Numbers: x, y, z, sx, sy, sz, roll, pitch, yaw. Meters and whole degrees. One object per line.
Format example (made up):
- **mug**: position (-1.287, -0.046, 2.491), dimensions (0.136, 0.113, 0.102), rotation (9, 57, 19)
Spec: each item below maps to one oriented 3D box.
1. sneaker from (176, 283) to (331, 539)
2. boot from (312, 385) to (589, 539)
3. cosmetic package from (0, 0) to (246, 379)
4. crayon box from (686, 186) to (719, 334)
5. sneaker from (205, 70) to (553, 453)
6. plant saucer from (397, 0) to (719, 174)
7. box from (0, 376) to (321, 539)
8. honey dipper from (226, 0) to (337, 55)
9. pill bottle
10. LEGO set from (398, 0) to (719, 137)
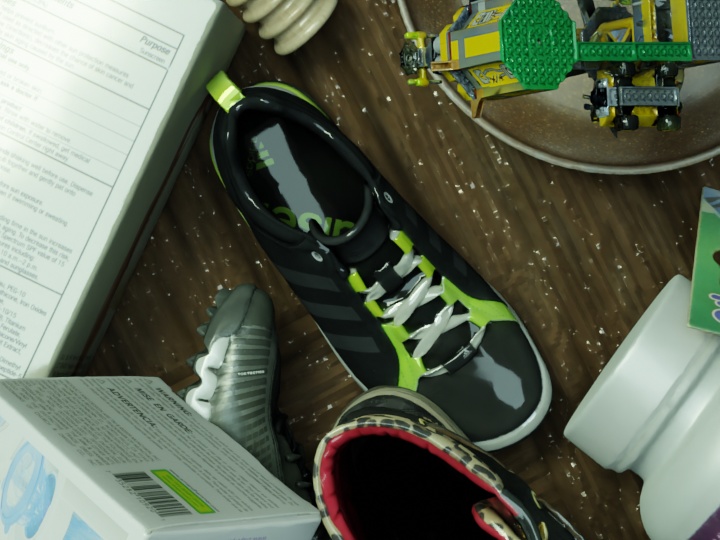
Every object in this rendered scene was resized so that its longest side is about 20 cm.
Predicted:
- **sneaker**: position (-0.038, 0.107, 1.059), dimensions (0.090, 0.066, 0.201), rotation (6, 92, 1)
- **boot**: position (0.058, 0.123, 0.970), dimensions (0.073, 0.151, 0.200), rotation (-43, 84, 2)
- **cosmetic package**: position (-0.137, -0.039, 1.055), dimensions (0.103, 0.087, 0.201), rotation (27, 91, 5)
- **crayon box**: position (0.238, -0.003, 1.010), dimensions (0.199, 0.126, 0.052), rotation (14, 120, 3)
- **sneaker**: position (0.000, 0.000, 1.048), dimensions (0.072, 0.083, 0.200), rotation (-44, 87, 2)
- **plant saucer**: position (0.112, -0.140, 1.070), dimensions (0.199, 0.037, 0.202), rotation (0, 88, 3)
- **box**: position (-0.119, 0.155, 0.996), dimensions (0.112, 0.101, 0.201), rotation (36, 111, 35)
- **honey dipper**: position (-0.089, -0.172, 1.046), dimensions (0.038, 0.038, 0.200), rotation (-44, 108, 1)
- **pill bottle**: position (0.186, 0.092, 1.020), dimensions (0.200, 0.112, 0.113), rotation (36, 91, 3)
- **LEGO set**: position (0.065, -0.147, 0.988), dimensions (0.153, 0.116, 0.201), rotation (-12, 94, -34)
